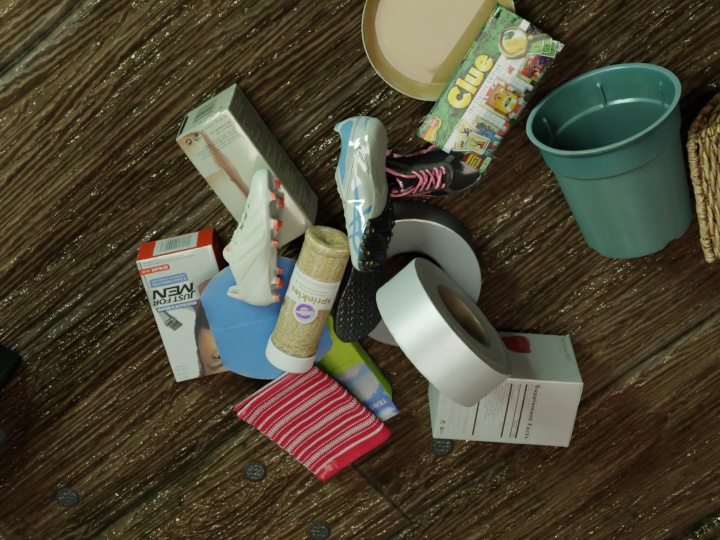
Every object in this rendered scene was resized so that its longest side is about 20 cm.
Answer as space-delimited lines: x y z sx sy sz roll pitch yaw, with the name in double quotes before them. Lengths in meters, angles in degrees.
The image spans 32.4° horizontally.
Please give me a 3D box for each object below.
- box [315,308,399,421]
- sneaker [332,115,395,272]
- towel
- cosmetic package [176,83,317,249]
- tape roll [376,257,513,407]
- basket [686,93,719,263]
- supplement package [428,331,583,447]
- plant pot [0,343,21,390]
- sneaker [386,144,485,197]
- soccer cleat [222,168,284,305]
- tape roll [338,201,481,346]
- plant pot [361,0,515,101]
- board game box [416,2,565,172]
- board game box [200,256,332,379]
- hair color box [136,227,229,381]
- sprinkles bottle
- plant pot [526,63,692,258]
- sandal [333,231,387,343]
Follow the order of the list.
"box" -0.043 0.153 1.824 0.122 0.048 0.200 -29 113 13
"sneaker" 0.000 -0.098 1.599 0.072 0.072 0.200 3 96 35
"towel" -0.066 0.222 1.805 0.145 0.022 0.200 -35 124 19
"cosmetic package" -0.148 -0.133 1.650 0.087 0.103 0.200 -30 112 15
"tape roll" 0.113 0.081 1.636 0.071 0.202 0.202 -41 111 15
"basket" 0.502 -0.136 1.646 0.149 0.143 0.200 -15 118 8
"supplement package" 0.206 0.168 1.794 0.200 0.121 0.120 4 121 -4
"plant pot" -0.629 0.186 1.752 0.199 0.177 0.200 33 110 -17
"sneaker" 0.072 -0.124 1.666 0.200 0.095 0.079 -2 114 -2
"soccer cleat" -0.141 -0.039 1.608 0.077 0.069 0.200 5 122 4
"tape roll" 0.068 0.006 1.745 0.200 0.066 0.200 -1 117 -2
"plant pot" 0.101 -0.319 1.608 0.200 0.027 0.200 0 116 -1
"board game box" 0.169 -0.236 1.615 0.105 0.023 0.200 28 107 -13
"board game box" -0.131 0.059 1.727 0.158 0.039 0.200 -14 119 3
"hair color box" -0.235 0.050 1.760 0.111 0.064 0.200 -13 117 4
"sprinkles bottle" -0.069 0.040 1.658 0.068 0.068 0.200 15 117 -9
"plant pot" 0.341 -0.134 1.624 0.200 0.200 0.196 -20 123 8
"sandal" 0.000 0.000 1.681 0.075 0.045 0.200 1 105 -30
